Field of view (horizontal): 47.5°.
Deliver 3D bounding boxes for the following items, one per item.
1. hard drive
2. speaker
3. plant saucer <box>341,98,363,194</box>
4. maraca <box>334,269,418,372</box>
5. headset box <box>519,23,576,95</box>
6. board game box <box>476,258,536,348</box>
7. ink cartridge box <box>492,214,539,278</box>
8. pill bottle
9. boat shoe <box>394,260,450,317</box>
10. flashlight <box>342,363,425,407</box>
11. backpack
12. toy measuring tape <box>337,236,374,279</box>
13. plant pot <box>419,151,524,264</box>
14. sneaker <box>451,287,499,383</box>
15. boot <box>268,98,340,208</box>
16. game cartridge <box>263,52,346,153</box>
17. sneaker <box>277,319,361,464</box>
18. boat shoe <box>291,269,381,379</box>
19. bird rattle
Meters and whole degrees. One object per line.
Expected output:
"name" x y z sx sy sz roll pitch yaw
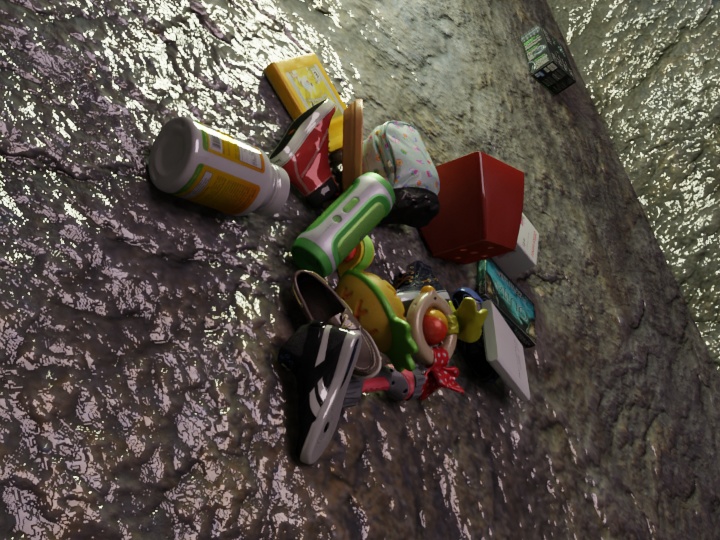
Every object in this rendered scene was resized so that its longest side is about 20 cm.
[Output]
"hard drive" 0.291 0.164 1.640 0.200 0.027 0.133 48 32 -48
"speaker" -0.027 -0.076 1.374 0.089 0.088 0.200 51 60 -14
"plant saucer" -0.016 -0.216 1.516 0.200 0.037 0.202 -179 -90 -89
"maraca" 0.026 0.081 1.326 0.107 0.138 0.200 -28 54 -24
"headset box" 0.672 -0.765 2.945 0.174 0.093 0.201 22 48 -44
"board game box" 0.336 0.071 1.878 0.200 0.028 0.136 42 36 -27
"ink cartridge box" 0.341 -0.101 1.969 0.200 0.084 0.145 49 34 -20
"pill bottle" -0.204 -0.145 1.223 0.199 0.111 0.112 18 51 -47
"boat shoe" 0.089 0.034 1.537 0.200 0.071 0.091 -1 57 -57
"flashlight" 0.023 0.188 1.324 0.068 0.068 0.199 31 20 34
"backpack" 0.075 -0.195 1.636 0.166 0.126 0.201 9 55 -47
"toy measuring tape" 0.000 0.000 1.430 0.073 0.073 0.201 8 58 -51
"plant pot" 0.231 -0.120 1.747 0.199 0.199 0.177 13 66 -49
"sneaker" 0.231 0.129 1.648 0.078 0.070 0.201 -9 74 -64
"boot" -0.071 -0.209 1.486 0.144 0.072 0.200 46 50 -22
"game cartridge" -0.086 -0.326 1.603 0.201 0.032 0.176 57 32 -4
"sneaker" -0.080 0.171 1.193 0.073 0.111 0.201 58 50 -67
"boat shoe" -0.041 0.081 1.258 0.200 0.072 0.060 52 -9 23
"bird rattle" 0.130 0.122 1.461 0.163 0.112 0.200 49 58 -27
